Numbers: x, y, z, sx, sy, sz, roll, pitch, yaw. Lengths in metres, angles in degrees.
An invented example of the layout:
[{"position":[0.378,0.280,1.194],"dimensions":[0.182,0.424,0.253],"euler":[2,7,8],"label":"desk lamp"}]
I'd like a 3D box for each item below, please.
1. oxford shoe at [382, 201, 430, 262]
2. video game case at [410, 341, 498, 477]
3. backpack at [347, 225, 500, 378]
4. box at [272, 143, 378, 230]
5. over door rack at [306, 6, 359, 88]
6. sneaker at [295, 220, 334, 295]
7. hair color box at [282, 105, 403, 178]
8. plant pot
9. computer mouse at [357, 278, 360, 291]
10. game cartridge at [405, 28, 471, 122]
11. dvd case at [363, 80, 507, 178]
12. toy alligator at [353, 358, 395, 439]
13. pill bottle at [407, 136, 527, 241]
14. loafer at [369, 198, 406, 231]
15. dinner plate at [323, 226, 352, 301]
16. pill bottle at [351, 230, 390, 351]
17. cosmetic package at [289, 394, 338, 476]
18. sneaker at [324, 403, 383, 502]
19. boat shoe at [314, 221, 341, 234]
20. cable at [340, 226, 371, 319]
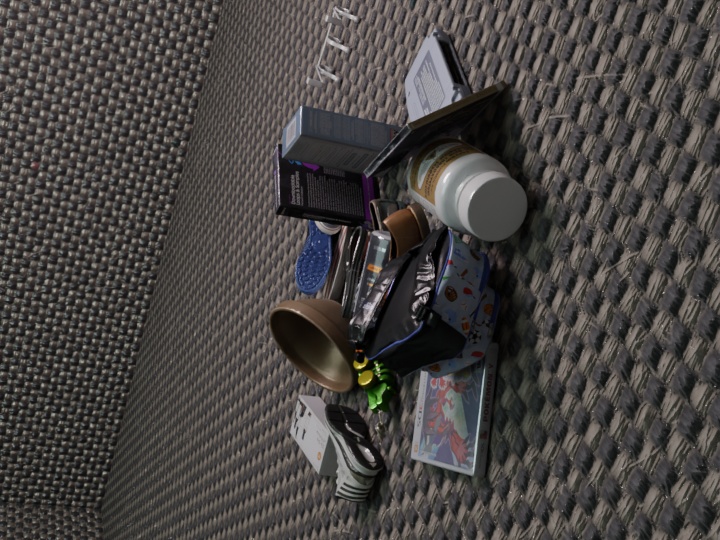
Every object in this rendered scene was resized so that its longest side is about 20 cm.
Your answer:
[{"position":[0.080,0.001,1.479],"dimensions":[0.071,0.071,0.201],"euler":[-138,28,-68],"label":"oxford shoe"},{"position":[0.132,0.193,1.418],"dimensions":[0.200,0.023,0.183],"euler":[171,107,-67],"label":"video game case"},{"position":[0.104,0.045,1.359],"dimensions":[0.200,0.154,0.191],"euler":[-26,41,52],"label":"backpack"},{"position":[-0.063,-0.152,1.809],"dimensions":[0.036,0.199,0.144],"euler":[127,146,-50],"label":"box"},{"position":[-0.055,-0.470,2.081],"dimensions":[0.200,0.066,0.148],"euler":[-79,7,-69],"label":"over door rack"},{"position":[-0.086,-0.030,1.980],"dimensions":[0.078,0.070,0.201],"euler":[85,-166,-60],"label":"sneaker"},{"position":[-0.030,-0.228,1.760],"dimensions":[0.099,0.199,0.061],"euler":[142,133,-59],"label":"hair color box"},{"position":[-0.063,0.118,1.784],"dimensions":[0.093,0.201,0.201],"euler":[-45,5,-29],"label":"plant pot"},{"position":[0.018,0.041,1.743],"dimensions":[0.110,0.044,0.200],"euler":[-59,24,34],"label":"computer mouse"},{"position":[0.124,-0.292,1.630],"dimensions":[0.201,0.041,0.133],"euler":[-102,26,-43],"label":"game cartridge"},{"position":[0.110,-0.206,1.446],"dimensions":[0.016,0.200,0.149],"euler":[57,147,6],"label":"dvd case"},{"position":[0.034,0.193,1.628],"dimensions":[0.054,0.059,0.200],"euler":[-30,38,9],"label":"toy alligator"},{"position":[0.150,-0.113,1.381],"dimensions":[0.200,0.114,0.115],"euler":[-133,55,-63],"label":"pill bottle"},{"position":[0.041,-0.028,1.683],"dimensions":[0.072,0.063,0.201],"euler":[142,134,-59],"label":"loafer"},{"position":[-0.042,-0.005,1.885],"dimensions":[0.200,0.024,0.201],"euler":[-166,90,-83],"label":"dinner plate"},{"position":[0.047,0.044,1.582],"dimensions":[0.106,0.106,0.201],"euler":[-148,69,-67],"label":"pill bottle"},{"position":[-0.079,0.308,1.855],"dimensions":[0.200,0.050,0.083],"euler":[-146,67,-67],"label":"cosmetic package"},{"position":[-0.032,0.322,1.697],"dimensions":[0.116,0.075,0.201],"euler":[-70,26,20],"label":"sneaker"},{"position":[-0.050,-0.178,1.953],"dimensions":[0.093,0.074,0.201],"euler":[128,147,-63],"label":"boat shoe"},{"position":[0.000,0.000,1.664],"dimensions":[0.200,0.050,0.097],"euler":[-91,19,-56],"label":"cable"}]
